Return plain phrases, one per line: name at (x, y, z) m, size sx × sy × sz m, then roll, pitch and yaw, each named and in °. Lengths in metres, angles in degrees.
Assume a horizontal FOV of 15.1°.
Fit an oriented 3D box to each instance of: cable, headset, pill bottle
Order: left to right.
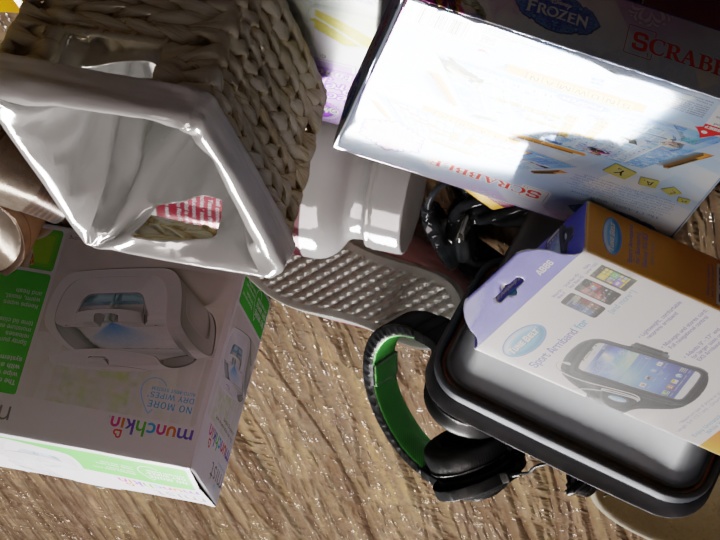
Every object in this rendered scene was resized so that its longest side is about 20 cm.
pill bottle at (-0.061, -0.071, 1.737) m, size 0.199 × 0.114 × 0.113 m, roll 12°, pitch 159°, yaw 9°
headset at (0.087, 0.097, 1.809) m, size 0.200 × 0.094 × 0.124 m, roll 31°, pitch 137°, yaw 40°
cable at (0.131, -0.019, 1.840) m, size 0.162 × 0.051 × 0.200 m, roll 0°, pitch 159°, yaw 16°

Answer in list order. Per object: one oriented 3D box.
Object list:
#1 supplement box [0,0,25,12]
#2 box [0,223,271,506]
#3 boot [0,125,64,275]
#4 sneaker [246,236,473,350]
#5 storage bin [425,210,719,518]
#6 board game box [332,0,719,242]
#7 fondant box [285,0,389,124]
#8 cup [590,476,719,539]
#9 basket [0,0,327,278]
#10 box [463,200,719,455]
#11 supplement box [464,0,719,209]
supplement box at (-0.276, -0.220, 1.518) m, size 0.199 × 0.109 × 0.110 m, roll 4°, pitch 156°, yaw 25°
box at (-0.190, 0.071, 2.089) m, size 0.199 × 0.177 × 0.097 m, roll 10°, pitch 159°, yaw 15°
boot at (-0.291, -0.068, 1.978) m, size 0.146 × 0.071 × 0.200 m, roll 28°, pitch 155°, yaw -14°
sneaker at (0.000, 0.000, 1.923) m, size 0.199 × 0.076 × 0.105 m, roll 26°, pitch -170°, yaw 19°
storage bin at (0.161, 0.036, 1.711) m, size 0.199 × 0.146 × 0.135 m, roll 27°, pitch 147°, yaw 6°
board game box at (0.100, -0.090, 1.446) m, size 0.199 × 0.041 × 0.200 m, roll 18°, pitch 157°, yaw -5°
fondant box at (-0.053, -0.161, 1.585) m, size 0.143 × 0.059 × 0.200 m, roll 14°, pitch 160°, yaw 3°
cup at (0.274, 0.111, 1.919) m, size 0.199 × 0.144 × 0.200 m, roll 14°, pitch 159°, yaw 5°
basket at (-0.108, -0.098, 1.531) m, size 0.135 × 0.124 × 0.200 m, roll 10°, pitch 157°, yaw 17°
box at (0.159, 0.031, 1.550) m, size 0.199 × 0.042 × 0.119 m, roll 25°, pitch 139°, yaw -19°
supplement box at (0.120, -0.108, 1.558) m, size 0.110 × 0.086 × 0.199 m, roll 33°, pitch 152°, yaw -35°
